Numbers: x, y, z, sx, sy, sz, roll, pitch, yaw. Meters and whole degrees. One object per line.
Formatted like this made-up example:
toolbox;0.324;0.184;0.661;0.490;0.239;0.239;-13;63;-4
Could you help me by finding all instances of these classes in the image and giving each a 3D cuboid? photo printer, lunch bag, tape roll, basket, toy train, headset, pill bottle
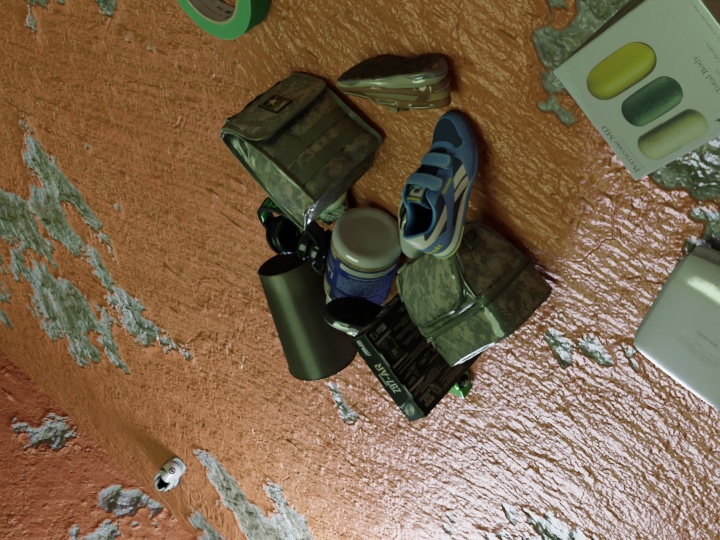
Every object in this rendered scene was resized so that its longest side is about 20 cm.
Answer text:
photo printer;0.442;0.070;1.356;0.166;0.069;0.201;39;147;17
lunch bag;0.153;0.027;1.609;0.168;0.139;0.200;51;150;0
tape roll;-0.222;-0.451;1.659;0.199;0.048;0.202;31;144;26
basket;-0.100;0.071;1.983;0.180;0.135;0.202;-120;10;-70
toy train;0.111;0.166;1.908;0.199;0.042;0.057;24;151;36
lunch bag;-0.094;-0.197;1.656;0.200;0.164;0.118;43;154;8
headset;-0.091;-0.061;1.817;0.123;0.094;0.201;20;156;34
pill bottle;0.000;0.000;1.794;0.115;0.116;0.201;38;147;18

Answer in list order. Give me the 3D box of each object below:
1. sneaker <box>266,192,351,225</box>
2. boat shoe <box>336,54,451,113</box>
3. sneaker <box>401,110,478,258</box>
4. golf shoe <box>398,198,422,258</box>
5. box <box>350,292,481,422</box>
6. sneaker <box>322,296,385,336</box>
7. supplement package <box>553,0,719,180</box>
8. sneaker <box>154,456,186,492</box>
sneaker;-0.084;-0.106;1.838;0.199;0.077;0.089;13;146;49
boat shoe;0.045;-0.250;1.514;0.199;0.076;0.072;12;135;47
sneaker;0.105;-0.120;1.494;0.074;0.082;0.203;8;90;52
golf shoe;0.081;-0.077;1.635;0.072;0.092;0.201;35;147;17
box;0.098;0.109;1.704;0.161;0.200;0.043;53;143;-8
sneaker;0.030;0.104;1.763;0.198;0.072;0.083;13;129;-13
supplement package;0.335;-0.221;1.103;0.152;0.150;0.200;51;149;-4
sneaker;-0.570;0.606;3.189;0.074;0.088;0.200;43;150;7
